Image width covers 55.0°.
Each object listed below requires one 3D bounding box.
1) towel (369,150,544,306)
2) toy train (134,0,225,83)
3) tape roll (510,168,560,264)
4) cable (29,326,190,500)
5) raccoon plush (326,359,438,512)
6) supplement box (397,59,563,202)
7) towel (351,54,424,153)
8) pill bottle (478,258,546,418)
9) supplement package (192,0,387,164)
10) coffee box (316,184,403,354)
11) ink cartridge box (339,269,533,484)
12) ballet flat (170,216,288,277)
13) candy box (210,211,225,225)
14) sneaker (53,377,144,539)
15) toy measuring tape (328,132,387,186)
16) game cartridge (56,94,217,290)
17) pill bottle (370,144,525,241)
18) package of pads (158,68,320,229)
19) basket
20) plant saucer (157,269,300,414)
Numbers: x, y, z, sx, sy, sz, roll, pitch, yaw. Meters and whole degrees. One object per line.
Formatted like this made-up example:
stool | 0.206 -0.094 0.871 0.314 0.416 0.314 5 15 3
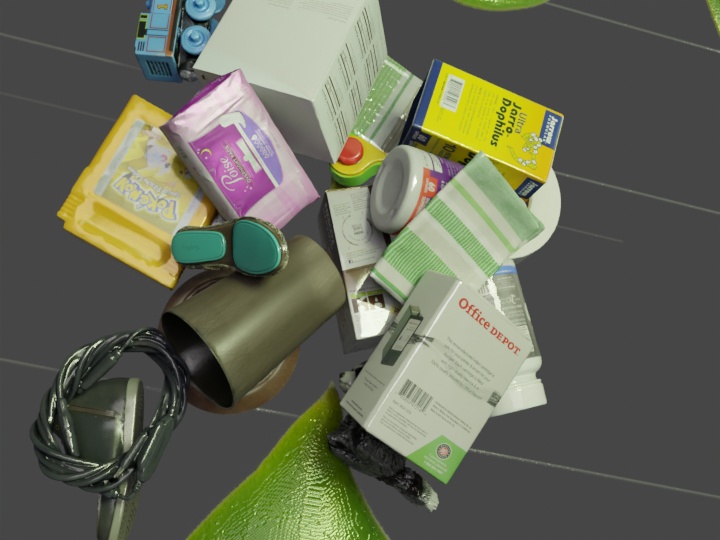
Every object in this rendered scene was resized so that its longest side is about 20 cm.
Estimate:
towel | 0.120 -0.027 0.862 0.200 0.024 0.152 -44 123 10
toy train | -0.265 -0.375 1.023 0.111 0.087 0.205 4 74 -3
tape roll | 0.197 -0.106 1.043 0.197 0.071 0.208 3 74 -10
cable | -0.295 0.160 0.828 0.159 0.051 0.204 17 65 5
raccoon plush | 0.041 0.212 0.935 0.200 0.096 0.135 46 56 -23
supplement box | 0.162 -0.184 0.962 0.196 0.109 0.112 21 71 -4
towel | 0.041 -0.251 1.079 0.198 0.031 0.151 35 74 -2
pill bottle | 0.186 0.095 0.961 0.111 0.114 0.205 -10 77 -13
supplement package | -0.090 -0.293 0.972 0.187 0.148 0.203 19 70 18
coffee box | 0.000 0.000 0.952 0.078 0.114 0.205 -9 77 -14
ink cartridge box | 0.093 0.125 0.835 0.145 0.084 0.202 37 83 -25
ballet flat | -0.142 -0.030 0.829 0.075 0.196 0.070 -6 96 -53
candy box | -0.214 -0.114 0.970 0.194 0.061 0.140 5 74 -9
sneaker | -0.328 0.236 0.851 0.103 0.075 0.205 0 66 -6
toy measuring tape | 0.015 -0.138 1.004 0.198 0.074 0.074 36 71 18
game cartridge | -0.273 -0.104 0.908 0.173 0.032 0.203 28 73 -4
pill bottle | 0.120 -0.083 0.911 0.196 0.111 0.114 14 71 -26
package of pads | -0.151 -0.136 0.880 0.120 0.075 0.202 -42 116 -19
basket | -0.126 0.055 0.864 0.199 0.179 0.138 -36 103 -28
plant saucer | -0.177 0.089 0.936 0.195 0.035 0.206 3 74 -9
